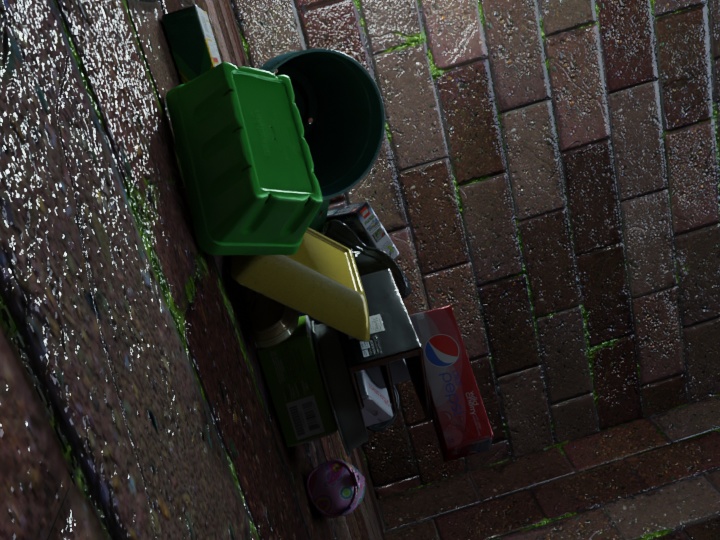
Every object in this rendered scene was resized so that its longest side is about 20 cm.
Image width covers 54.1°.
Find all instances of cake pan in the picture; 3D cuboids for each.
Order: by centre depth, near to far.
[{"bbox_3d":[-0.028,0.167,1.031,0.200,0.036,0.204,164,-89,-88],"label":"cake pan"}]

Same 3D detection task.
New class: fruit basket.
[{"bbox_3d":[-0.143,-0.106,0.813,0.214,0.154,0.220,1,-89,48],"label":"fruit basket"}]

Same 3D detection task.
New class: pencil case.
[{"bbox_3d":[-0.034,0.349,1.134,0.200,0.086,0.089,82,-8,-72],"label":"pencil case"}]

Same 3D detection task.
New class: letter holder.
[{"bbox_3d":[0.027,0.118,1.011,0.201,0.099,0.144,-109,-175,-58],"label":"letter holder"}]

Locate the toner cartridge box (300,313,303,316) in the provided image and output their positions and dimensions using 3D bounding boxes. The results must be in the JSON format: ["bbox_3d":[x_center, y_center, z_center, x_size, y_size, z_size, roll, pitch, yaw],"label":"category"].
[{"bbox_3d":[-0.097,0.164,1.204,0.095,0.042,0.204,-144,-136,-80],"label":"toner cartridge box"}]

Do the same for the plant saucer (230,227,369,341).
[{"bbox_3d":[-0.073,-0.010,0.938,0.198,0.049,0.201,26,20,-20],"label":"plant saucer"}]

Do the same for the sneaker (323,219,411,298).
[{"bbox_3d":[0.000,0.000,1.145,0.199,0.091,0.076,34,-11,36],"label":"sneaker"}]

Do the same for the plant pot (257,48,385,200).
[{"bbox_3d":[-0.090,-0.223,1.029,0.188,0.197,0.203,40,-30,60],"label":"plant pot"}]

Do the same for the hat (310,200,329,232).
[{"bbox_3d":[-0.100,-0.024,1.213,0.165,0.197,0.179,-163,-128,-76],"label":"hat"}]

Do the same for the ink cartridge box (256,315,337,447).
[{"bbox_3d":[-0.093,0.144,1.041,0.200,0.075,0.150,-119,-166,-77],"label":"ink cartridge box"}]

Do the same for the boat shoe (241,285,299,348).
[{"bbox_3d":[-0.129,0.027,0.940,0.067,0.073,0.201,63,1,-30],"label":"boat shoe"}]

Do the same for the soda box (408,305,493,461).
[{"bbox_3d":[0.122,0.156,0.989,0.064,0.069,0.203,86,-10,-59],"label":"soda box"}]

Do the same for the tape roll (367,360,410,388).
[{"bbox_3d":[0.037,0.098,1.229,0.200,0.065,0.203,-22,91,-79],"label":"tape roll"}]

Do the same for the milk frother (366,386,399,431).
[{"bbox_3d":[-0.023,0.238,1.448,0.188,0.178,0.203,80,-9,-81],"label":"milk frother"}]

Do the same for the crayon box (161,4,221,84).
[{"bbox_3d":[-0.213,-0.254,0.983,0.126,0.051,0.203,-111,-175,-73],"label":"crayon box"}]

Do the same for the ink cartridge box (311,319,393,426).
[{"bbox_3d":[-0.019,0.160,1.234,0.145,0.083,0.203,52,20,-57],"label":"ink cartridge box"}]

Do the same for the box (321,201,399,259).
[{"bbox_3d":[-0.025,-0.058,1.261,0.199,0.035,0.111,-2,-55,57],"label":"box"}]
